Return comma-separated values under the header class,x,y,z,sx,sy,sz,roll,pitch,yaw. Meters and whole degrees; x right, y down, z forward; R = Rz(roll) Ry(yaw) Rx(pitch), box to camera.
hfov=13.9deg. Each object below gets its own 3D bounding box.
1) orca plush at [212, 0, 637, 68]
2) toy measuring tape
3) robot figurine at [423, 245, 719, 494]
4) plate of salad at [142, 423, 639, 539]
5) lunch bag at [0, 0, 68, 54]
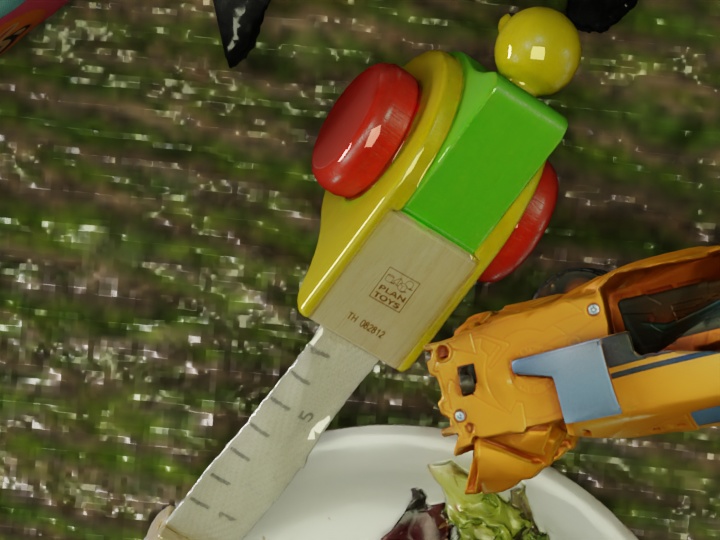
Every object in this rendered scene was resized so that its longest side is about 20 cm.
class,x,y,z,sx,sy,sz,roll,pitch,yaw
orca plush,0.056,-0.091,0.868,0.199,0.105,0.071,-19,123,1
toy measuring tape,0.000,0.000,0.875,0.073,0.074,0.200,37,109,1
robot figurine,0.124,0.015,0.835,0.199,0.145,0.059,-12,89,10
plate of salad,0.009,0.148,0.893,0.199,0.048,0.201,0,92,4
lunch bag,-0.155,-0.140,0.869,0.200,0.082,0.176,-37,90,5
